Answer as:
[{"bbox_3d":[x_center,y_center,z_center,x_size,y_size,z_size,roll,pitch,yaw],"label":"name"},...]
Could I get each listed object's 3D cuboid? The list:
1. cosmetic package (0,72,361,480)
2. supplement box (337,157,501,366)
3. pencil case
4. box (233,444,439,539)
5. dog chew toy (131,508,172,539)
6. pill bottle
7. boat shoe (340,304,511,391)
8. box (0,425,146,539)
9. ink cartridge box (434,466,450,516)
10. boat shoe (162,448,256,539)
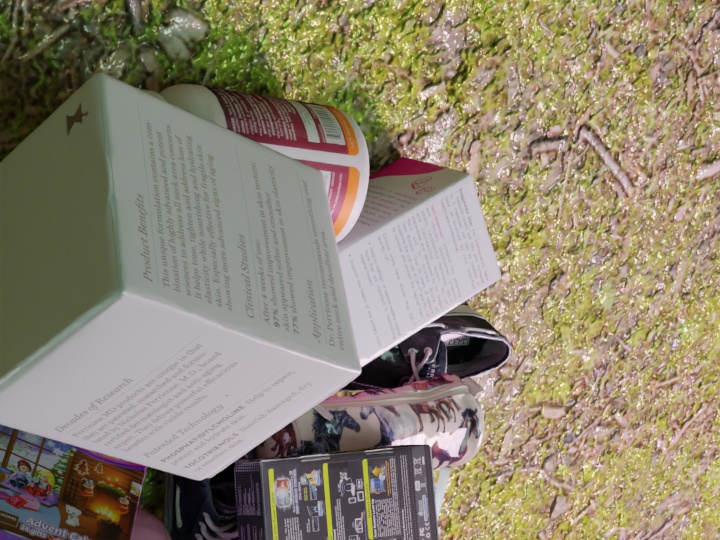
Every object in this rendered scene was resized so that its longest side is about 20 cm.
[{"bbox_3d":[-0.134,0.010,1.104,0.199,0.169,0.166,22,135,-40],"label":"cosmetic package"},{"bbox_3d":[0.000,0.000,1.368,0.199,0.101,0.104,-32,116,-23],"label":"supplement box"},{"bbox_3d":[0.008,0.131,1.394,0.198,0.078,0.090,-5,140,-32],"label":"pencil case"},{"bbox_3d":[-0.013,0.238,1.297,0.159,0.044,0.202,-2,85,-33],"label":"box"},{"bbox_3d":[-0.232,0.264,1.313,0.198,0.125,0.125,-23,128,-5],"label":"dog chew toy"},{"bbox_3d":[-0.100,-0.077,1.246,0.198,0.109,0.111,5,109,-37],"label":"pill bottle"},{"bbox_3d":[0.047,0.076,1.483,0.199,0.068,0.072,-4,115,-39],"label":"boat shoe"},{"bbox_3d":[-0.248,0.141,1.153,0.198,0.137,0.039,23,118,-11],"label":"box"},{"bbox_3d":[-0.037,0.240,1.464,0.198,0.043,0.200,16,85,-20],"label":"ink cartridge box"},{"bbox_3d":[-0.118,0.205,1.358,0.074,0.093,0.202,-9,100,-20],"label":"boat shoe"}]
